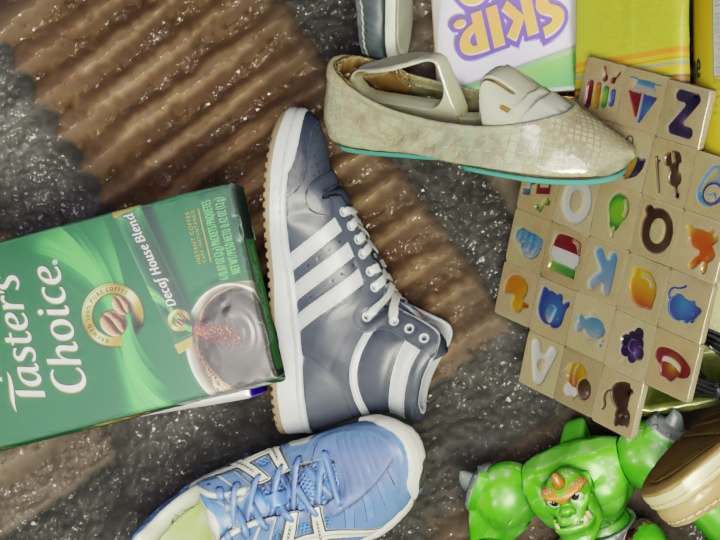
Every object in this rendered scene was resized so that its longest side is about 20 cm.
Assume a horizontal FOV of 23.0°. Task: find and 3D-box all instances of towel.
[{"bbox_3d":[0.159,-0.148,1.015,0.086,0.018,0.201,-2,87,52],"label":"towel"}]

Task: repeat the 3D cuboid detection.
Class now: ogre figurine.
[{"bbox_3d":[0.139,0.155,1.048,0.200,0.098,0.120,-15,100,39],"label":"ogre figurine"}]

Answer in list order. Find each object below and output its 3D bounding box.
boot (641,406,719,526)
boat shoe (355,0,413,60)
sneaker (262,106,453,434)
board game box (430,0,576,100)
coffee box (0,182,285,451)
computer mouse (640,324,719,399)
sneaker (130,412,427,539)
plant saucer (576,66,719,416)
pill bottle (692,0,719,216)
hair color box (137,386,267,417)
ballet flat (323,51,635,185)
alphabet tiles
[{"bbox_3d":[0.260,0.130,0.969,0.200,0.073,0.156,-28,93,-28],"label":"boot"},{"bbox_3d":[-0.004,-0.222,1.082,0.062,0.075,0.201,-6,87,5],"label":"boat shoe"},{"bbox_3d":[0.000,0.000,1.077,0.108,0.070,0.201,0,95,12],"label":"sneaker"},{"bbox_3d":[0.090,-0.188,1.095,0.095,0.030,0.201,-4,90,7],"label":"board game box"},{"bbox_3d":[-0.154,0.031,1.047,0.199,0.044,0.123,-13,87,6],"label":"coffee box"},{"bbox_3d":[0.231,0.093,1.033,0.059,0.034,0.200,-39,111,13],"label":"computer mouse"},{"bbox_3d":[-0.049,0.144,1.052,0.200,0.077,0.076,-28,79,23],"label":"sneaker"},{"bbox_3d":[0.243,-0.026,1.059,0.199,0.048,0.200,-10,87,7],"label":"plant saucer"},{"bbox_3d":[0.241,-0.125,0.981,0.112,0.112,0.201,0,88,7],"label":"pill bottle"},{"bbox_3d":[-0.167,0.041,1.102,0.199,0.065,0.110,-9,88,5],"label":"hair color box"},{"bbox_3d":[0.061,-0.091,1.015,0.199,0.067,0.063,9,120,30],"label":"ballet flat"},{"bbox_3d":[0.144,-0.015,1.009,0.166,0.006,0.201,25,108,50],"label":"alphabet tiles"}]
